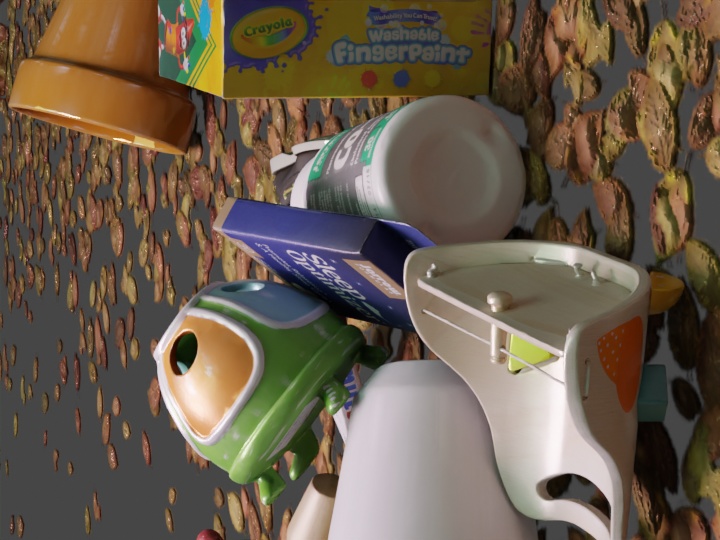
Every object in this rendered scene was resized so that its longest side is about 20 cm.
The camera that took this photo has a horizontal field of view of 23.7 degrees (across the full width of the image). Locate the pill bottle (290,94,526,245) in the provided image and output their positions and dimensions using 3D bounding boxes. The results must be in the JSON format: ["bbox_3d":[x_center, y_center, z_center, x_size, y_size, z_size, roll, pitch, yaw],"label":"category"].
[{"bbox_3d":[0.026,-0.055,1.227,0.200,0.113,0.113,167,100,-67],"label":"pill bottle"}]

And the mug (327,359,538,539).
[{"bbox_3d":[0.042,0.146,1.177,0.186,0.149,0.154,-22,63,60],"label":"mug"}]

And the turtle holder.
[{"bbox_3d":[-0.064,0.064,1.230,0.132,0.186,0.141,37,135,6],"label":"turtle holder"}]

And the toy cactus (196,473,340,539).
[{"bbox_3d":[-0.035,0.221,1.261,0.102,0.200,0.165,-59,-13,-63],"label":"toy cactus"}]

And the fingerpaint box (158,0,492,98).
[{"bbox_3d":[-0.029,-0.166,1.241,0.167,0.200,0.074,-153,62,-65],"label":"fingerpaint box"}]

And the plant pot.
[{"bbox_3d":[-0.263,-0.240,1.868,0.200,0.200,0.184,12,87,68],"label":"plant pot"}]

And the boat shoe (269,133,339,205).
[{"bbox_3d":[-0.027,-0.076,1.425,0.201,0.072,0.061,166,97,-75],"label":"boat shoe"}]

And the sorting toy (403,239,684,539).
[{"bbox_3d":[0.122,0.085,1.035,0.200,0.107,0.180,-152,53,-61],"label":"sorting toy"}]

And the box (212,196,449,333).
[{"bbox_3d":[0.000,0.000,1.177,0.200,0.121,0.032,9,66,49],"label":"box"}]

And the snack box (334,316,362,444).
[{"bbox_3d":[-0.021,0.067,1.382,0.072,0.024,0.200,-115,9,-46],"label":"snack box"}]
